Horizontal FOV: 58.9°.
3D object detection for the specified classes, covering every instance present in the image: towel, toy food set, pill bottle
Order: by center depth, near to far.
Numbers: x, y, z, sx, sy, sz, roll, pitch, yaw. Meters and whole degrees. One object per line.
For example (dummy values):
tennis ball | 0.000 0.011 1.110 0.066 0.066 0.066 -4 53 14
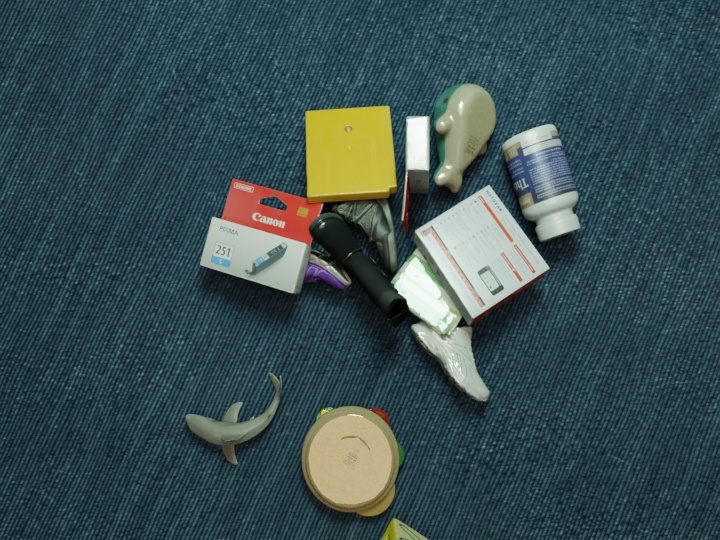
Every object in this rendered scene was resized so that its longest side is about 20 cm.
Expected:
toy food set | -0.015 0.358 1.222 0.195 0.049 0.203 13 86 2
pill bottle | 0.352 -0.164 1.225 0.108 0.111 0.205 -17 85 -1
towel | 0.162 0.009 1.230 0.151 0.023 0.201 35 76 12

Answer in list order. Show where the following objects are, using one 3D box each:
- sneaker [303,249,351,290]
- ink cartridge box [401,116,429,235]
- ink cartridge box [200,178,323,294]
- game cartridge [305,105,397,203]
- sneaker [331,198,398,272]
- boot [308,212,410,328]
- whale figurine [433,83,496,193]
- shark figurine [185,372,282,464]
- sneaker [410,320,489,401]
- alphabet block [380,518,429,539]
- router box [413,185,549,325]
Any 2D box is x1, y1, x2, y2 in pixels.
sneaker | -0.110 -0.002 1.247 0.196 0.081 0.085 21 100 12
ink cartridge box | 0.104 -0.166 1.175 0.043 0.200 0.181 1 87 6
ink cartridge box | -0.186 -0.068 1.198 0.195 0.045 0.181 15 88 12
game cartridge | -0.020 -0.227 1.238 0.171 0.033 0.205 -3 65 0
sneaker | 0.011 -0.086 1.243 0.111 0.076 0.204 -16 83 1
boot | 0.001 0.000 1.155 0.065 0.164 0.201 -40 59 9
whale figurine | 0.183 -0.260 1.239 0.103 0.157 0.205 23 98 45
shark figurine | -0.221 0.293 1.211 0.211 0.090 0.131 -26 87 0
sneaker | 0.191 0.157 1.222 0.099 0.078 0.201 -40 87 -6
alphabet block | 0.099 0.602 1.132 0.197 0.195 0.199 30 85 3
router box | 0.225 -0.031 1.204 0.177 0.049 0.202 -30 73 -9
